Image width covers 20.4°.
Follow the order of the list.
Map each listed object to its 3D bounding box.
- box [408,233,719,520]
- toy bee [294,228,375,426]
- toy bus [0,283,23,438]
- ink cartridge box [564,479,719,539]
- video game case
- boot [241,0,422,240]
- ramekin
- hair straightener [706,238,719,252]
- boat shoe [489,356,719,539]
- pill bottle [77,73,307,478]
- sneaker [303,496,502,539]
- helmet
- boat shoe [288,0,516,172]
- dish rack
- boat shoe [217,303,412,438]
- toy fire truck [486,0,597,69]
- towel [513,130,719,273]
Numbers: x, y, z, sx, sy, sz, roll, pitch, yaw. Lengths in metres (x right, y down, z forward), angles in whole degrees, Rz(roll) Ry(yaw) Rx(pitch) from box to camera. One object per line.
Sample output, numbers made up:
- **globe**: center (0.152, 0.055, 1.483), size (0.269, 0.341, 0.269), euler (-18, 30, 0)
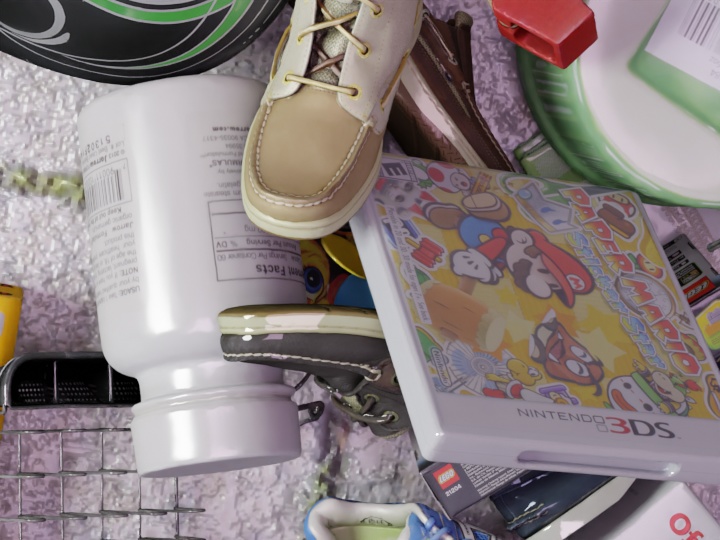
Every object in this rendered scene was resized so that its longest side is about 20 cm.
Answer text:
- **box**: center (0.119, 0.058, 1.142), size (0.199, 0.110, 0.035), euler (-32, 106, 5)
- **toy bee**: center (0.000, 0.000, 1.135), size (0.199, 0.131, 0.109), euler (-27, 75, 7)
- **toy bus**: center (-0.245, 0.105, 1.133), size (0.078, 0.065, 0.202), euler (9, 95, -10)
- **ink cartridge box**: center (0.151, 0.229, 1.193), size (0.200, 0.083, 0.147), euler (-42, 100, -2)
- **video game case**: center (0.091, 0.021, 1.012), size (0.181, 0.201, 0.023), euler (7, 131, -24)
- **boot**: center (-0.010, -0.130, 0.990), size (0.071, 0.155, 0.201), euler (15, 51, 8)
- **ramekin**: center (0.192, -0.129, 1.120), size (0.198, 0.098, 0.202), euler (-1, 100, -6)
- **hair straightener**: center (0.249, -0.024, 1.117), size (0.077, 0.199, 0.041), euler (-38, 81, 35)
- **boat shoe**: center (0.157, 0.088, 1.175), size (0.199, 0.075, 0.062), euler (-36, 87, -16)
- **pill bottle**: center (-0.087, 0.006, 1.077), size (0.113, 0.114, 0.202), euler (-6, 81, -7)
- **sneaker**: center (0.051, 0.179, 1.125), size (0.199, 0.077, 0.076), euler (10, 61, 27)
- **helmet**: center (-0.113, -0.197, 1.052), size (0.189, 0.200, 0.202), euler (-2, 97, -16)
- **boat shoe**: center (0.040, -0.119, 1.144), size (0.075, 0.075, 0.203), euler (-41, 102, -11)
- **dish rack**: center (-0.145, 0.147, 1.116), size (0.153, 0.054, 0.202), euler (2, 85, -41)
- **boat shoe**: center (0.019, 0.054, 1.029), size (0.199, 0.072, 0.067), euler (6, 89, -30)
- **toy fire truck**: center (0.077, -0.220, 1.052), size (0.200, 0.049, 0.141), euler (44, 90, 14)
- **towel**: center (0.210, -0.066, 1.194), size (0.199, 0.031, 0.150), euler (-35, 99, -3)
